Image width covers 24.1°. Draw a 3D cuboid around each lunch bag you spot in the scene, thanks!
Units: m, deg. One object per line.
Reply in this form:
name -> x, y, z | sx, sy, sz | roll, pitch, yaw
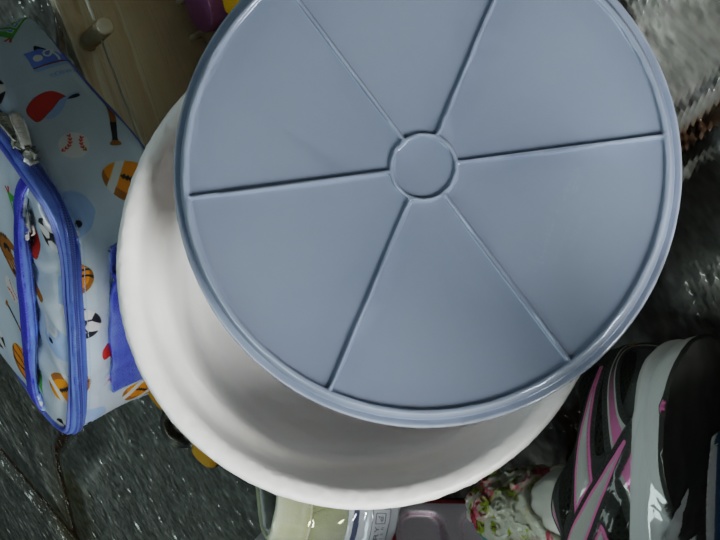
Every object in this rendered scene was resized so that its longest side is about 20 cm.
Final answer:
lunch bag -> -0.160, -0.019, 0.860 | 0.160, 0.075, 0.200 | 50, 151, 30

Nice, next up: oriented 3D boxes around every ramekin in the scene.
ramekin -> 0.000, 0.000, 0.730 | 0.201, 0.200, 0.098 | 56, 177, 4

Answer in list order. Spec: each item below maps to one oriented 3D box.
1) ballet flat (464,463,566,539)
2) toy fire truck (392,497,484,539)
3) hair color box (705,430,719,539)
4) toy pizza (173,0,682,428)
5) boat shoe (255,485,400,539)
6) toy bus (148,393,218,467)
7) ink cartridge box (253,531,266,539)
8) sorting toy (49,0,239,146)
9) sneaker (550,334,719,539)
ballet flat -> 0.135, 0.129, 0.790 | 0.200, 0.076, 0.064 | 27, 132, 33
toy fire truck -> 0.026, 0.191, 0.825 | 0.112, 0.199, 0.169 | 130, 139, -53
hair color box -> 0.195, 0.164, 0.664 | 0.060, 0.100, 0.201 | -17, 109, 20
toy pizza -> 0.026, -0.039, 0.667 | 0.201, 0.200, 0.032 | 55, -179, 6
boat shoe -> -0.031, 0.058, 0.834 | 0.200, 0.062, 0.072 | -111, 35, -52
toy bus -> -0.119, 0.014, 0.991 | 0.200, 0.078, 0.065 | 52, 153, 9
ink cartridge box -> 0.000, 0.221, 0.972 | 0.147, 0.146, 0.200 | 47, 166, -9
sorting toy -> -0.070, -0.140, 0.828 | 0.180, 0.107, 0.201 | -18, 95, 52
sneaker -> 0.121, 0.126, 0.727 | 0.086, 0.080, 0.201 | 4, 83, 58
